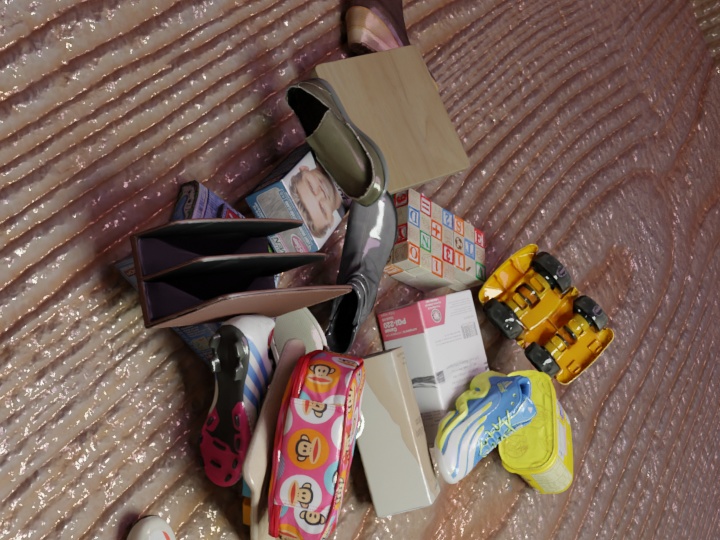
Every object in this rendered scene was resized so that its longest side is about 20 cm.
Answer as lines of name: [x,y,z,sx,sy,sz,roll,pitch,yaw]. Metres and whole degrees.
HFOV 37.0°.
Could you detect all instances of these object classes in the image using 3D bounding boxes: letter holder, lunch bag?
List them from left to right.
letter holder: [-0.121,-0.006,1.155,0.199,0.141,0.102,-3,79,-51]
lunch bag: [-0.042,0.189,1.190,0.176,0.081,0.203,-15,116,-82]

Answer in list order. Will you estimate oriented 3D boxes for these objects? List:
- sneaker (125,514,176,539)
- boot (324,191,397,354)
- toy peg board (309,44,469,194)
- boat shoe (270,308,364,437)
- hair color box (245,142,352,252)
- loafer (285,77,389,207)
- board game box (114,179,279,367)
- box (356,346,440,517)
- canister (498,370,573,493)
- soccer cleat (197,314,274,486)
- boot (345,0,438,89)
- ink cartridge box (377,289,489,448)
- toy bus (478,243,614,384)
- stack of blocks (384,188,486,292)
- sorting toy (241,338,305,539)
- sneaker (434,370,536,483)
sneaker: [-0.184,0.346,1.082,0.070,0.093,0.203,9,70,-49]
boot: [0.000,0.000,1.376,0.132,0.069,0.203,-62,159,-67]
toy peg board: [0.025,-0.201,1.558,0.198,0.098,0.202,-20,83,-37]
boat shoe: [-0.065,0.126,1.351,0.071,0.068,0.202,-28,90,-13]
hair color box: [-0.069,-0.096,1.385,0.101,0.060,0.200,61,25,-15]
loafer: [-0.038,-0.162,1.359,0.069,0.075,0.201,-3,51,-53]
board game box: [-0.179,-0.003,1.247,0.200,0.061,0.202,40,49,-37]
box: [0.038,0.208,1.405,0.095,0.077,0.203,-8,82,-79]
canister: [0.272,0.255,1.652,0.200,0.085,0.150,49,38,-60]
soccer cleat: [-0.128,0.143,1.193,0.086,0.069,0.202,-23,127,-54]
boot: [0.060,-0.376,1.679,0.199,0.072,0.168,31,56,-37]
ink cartridge box: [0.115,0.142,1.544,0.145,0.084,0.203,-9,83,-52]
toy bus: [0.283,0.078,1.699,0.200,0.136,0.192,47,-6,8]
stack of blocks: [0.110,-0.031,1.624,0.199,0.058,0.117,25,58,-44]
sorting toy: [-0.100,0.203,1.224,0.201,0.036,0.187,91,13,-52]
sneaker: [0.173,0.201,1.443,0.076,0.104,0.201,56,41,-22]
